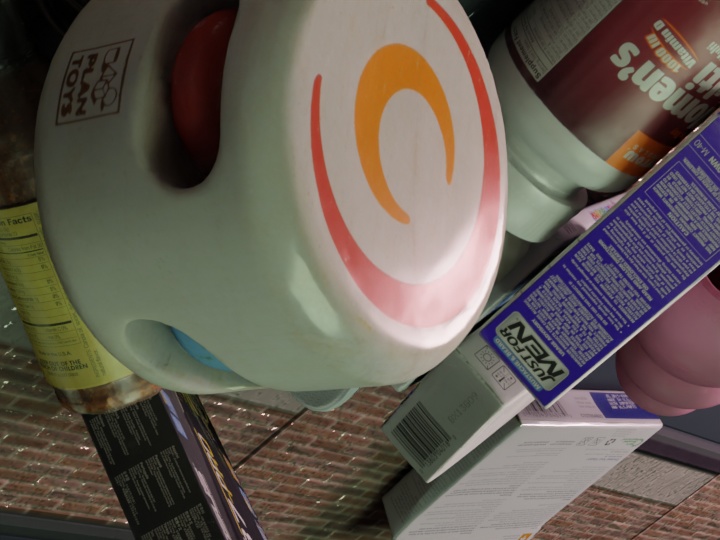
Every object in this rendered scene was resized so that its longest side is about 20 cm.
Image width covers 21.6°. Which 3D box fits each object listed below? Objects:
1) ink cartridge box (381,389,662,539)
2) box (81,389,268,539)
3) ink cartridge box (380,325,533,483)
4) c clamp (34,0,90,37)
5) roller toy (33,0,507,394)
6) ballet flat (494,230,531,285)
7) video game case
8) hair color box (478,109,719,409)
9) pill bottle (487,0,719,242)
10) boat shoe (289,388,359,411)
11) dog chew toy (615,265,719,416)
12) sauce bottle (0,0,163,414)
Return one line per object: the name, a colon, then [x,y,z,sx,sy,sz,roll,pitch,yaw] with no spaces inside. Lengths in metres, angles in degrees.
ink cartridge box: [0.114,0.166,1.499,0.199,0.041,0.200,7,135,-49]
box: [-0.102,0.111,1.032,0.049,0.200,0.161,-29,151,1]
ink cartridge box: [0.111,0.045,1.180,0.200,0.050,0.109,-34,169,-38]
c clamp: [-0.069,-0.172,0.796,0.200,0.027,0.171,-39,156,13]
roller toy: [-0.038,-0.044,0.775,0.139,0.201,0.182,-6,-159,34]
ballet flat: [0.000,0.000,1.044,0.199,0.070,0.069,-14,152,5]
video game case: [0.103,0.009,1.184,0.143,0.018,0.200,-43,171,22]
hair color box: [0.165,-0.018,1.028,0.200,0.065,0.109,-43,174,37]
pill bottle: [0.137,-0.112,0.995,0.200,0.110,0.109,-44,149,24]
boat shoe: [0.026,0.003,1.137,0.200,0.072,0.071,-46,171,28]
dog chew toy: [0.238,0.041,1.341,0.124,0.125,0.200,-20,158,-18]
sauce bottle: [-0.134,-0.037,0.808,0.066,0.066,0.201,-22,111,-15]
